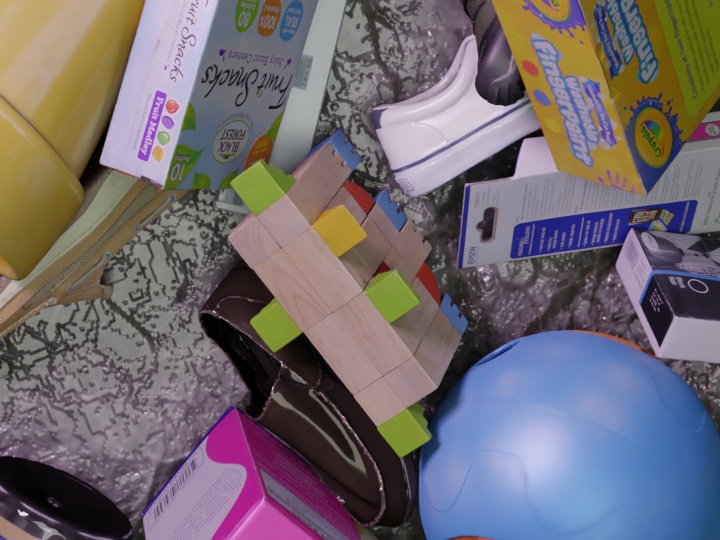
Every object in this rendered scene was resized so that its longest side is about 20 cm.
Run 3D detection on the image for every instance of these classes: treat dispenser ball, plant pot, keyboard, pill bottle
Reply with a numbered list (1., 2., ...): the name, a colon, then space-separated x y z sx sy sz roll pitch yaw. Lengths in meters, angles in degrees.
1. treat dispenser ball: 0.136 0.139 1.236 0.199 0.201 0.203 -2 101 -8
2. plant pot: -0.222 -0.129 1.148 0.200 0.201 0.189 40 77 -13
3. keyboard: -0.047 -0.132 1.256 0.056 0.011 0.202 11 100 -15
4. pill bottle: -0.237 0.232 1.247 0.111 0.112 0.201 26 97 -12

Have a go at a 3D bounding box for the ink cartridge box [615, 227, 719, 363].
1. ink cartridge box: 0.276 0.023 1.272 0.198 0.100 0.039 7 124 -18

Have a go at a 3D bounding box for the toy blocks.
1. toy blocks: 0.000 0.000 1.227 0.100 0.137 0.200 -34 99 25

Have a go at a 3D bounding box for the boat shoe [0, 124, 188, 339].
1. boat shoe: -0.188 -0.004 1.234 0.200 0.072 0.076 -43 119 3

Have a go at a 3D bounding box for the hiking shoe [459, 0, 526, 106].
1. hiking shoe: 0.071 -0.192 1.205 0.100 0.076 0.202 3 63 4

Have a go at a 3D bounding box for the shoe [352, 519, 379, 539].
1. shoe: -0.050 0.258 1.300 0.053 0.070 0.200 41 91 -5

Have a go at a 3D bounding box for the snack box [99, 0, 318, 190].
1. snack box: -0.079 -0.152 1.171 0.053 0.142 0.202 22 100 20

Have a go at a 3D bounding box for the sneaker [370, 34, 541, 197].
1. sneaker: 0.098 -0.127 1.244 0.199 0.073 0.071 -32 102 -3

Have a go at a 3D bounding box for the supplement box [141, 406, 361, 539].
1. supplement box: -0.067 0.178 1.215 0.103 0.200 0.101 39 94 -13

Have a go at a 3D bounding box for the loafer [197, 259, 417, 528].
1. loafer: -0.041 0.089 1.242 0.071 0.073 0.201 -30 80 -38

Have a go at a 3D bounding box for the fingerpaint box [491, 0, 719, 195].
1. fingerpaint box: 0.159 -0.176 1.135 0.167 0.073 0.201 -52 138 -23

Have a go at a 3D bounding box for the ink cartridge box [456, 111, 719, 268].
1. ink cartridge box: 0.159 -0.052 1.260 0.198 0.037 0.095 -10 146 -8
